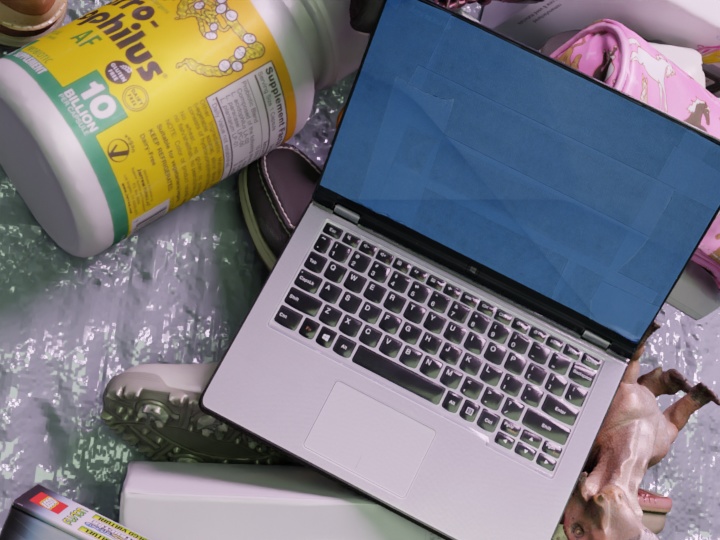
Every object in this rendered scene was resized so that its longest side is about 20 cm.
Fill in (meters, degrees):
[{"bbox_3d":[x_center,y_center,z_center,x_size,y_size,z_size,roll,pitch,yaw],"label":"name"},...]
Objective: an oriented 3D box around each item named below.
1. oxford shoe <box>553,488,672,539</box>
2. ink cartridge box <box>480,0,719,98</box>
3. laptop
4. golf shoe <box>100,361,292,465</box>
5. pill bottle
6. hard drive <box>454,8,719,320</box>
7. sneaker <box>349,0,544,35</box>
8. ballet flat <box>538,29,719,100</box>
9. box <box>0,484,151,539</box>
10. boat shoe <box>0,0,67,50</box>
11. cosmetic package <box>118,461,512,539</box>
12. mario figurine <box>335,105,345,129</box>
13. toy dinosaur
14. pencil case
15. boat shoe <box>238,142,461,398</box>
[{"bbox_3d":[0.092,0.165,0.775,0.198,0.071,0.075,-4,90,-13],"label":"oxford shoe"},{"bbox_3d":[0.207,-0.190,0.834,0.199,0.146,0.148,22,73,-18],"label":"ink cartridge box"},{"bbox_3d":[0.048,0.008,0.623,0.186,0.116,0.201,26,70,6],"label":"laptop"},{"bbox_3d":[-0.048,0.068,0.740,0.199,0.078,0.098,13,54,-21],"label":"golf shoe"},{"bbox_3d":[-0.097,-0.103,0.715,0.199,0.113,0.113,-33,94,-23],"label":"pill bottle"},{"bbox_3d":[0.129,-0.060,0.767,0.199,0.027,0.133,26,38,-36],"label":"hard drive"},{"bbox_3d":[0.059,-0.171,0.706,0.115,0.200,0.076,12,118,0],"label":"sneaker"},{"bbox_3d":[0.186,-0.101,0.784,0.199,0.068,0.069,18,67,-43],"label":"ballet flat"},{"bbox_3d":[-0.149,0.217,0.621,0.109,0.035,0.201,24,97,4],"label":"box"},{"bbox_3d":[-0.209,-0.223,0.710,0.075,0.074,0.201,-27,92,-24],"label":"boat shoe"},{"bbox_3d":[-0.027,0.163,0.680,0.198,0.081,0.114,5,93,-5],"label":"cosmetic package"},{"bbox_3d":[0.063,-0.020,0.771,0.200,0.106,0.124,35,52,-35],"label":"mario figurine"},{"bbox_3d":[0.126,0.093,0.745,0.086,0.200,0.136,44,90,-5],"label":"toy dinosaur"},{"bbox_3d":[0.176,-0.052,0.715,0.199,0.083,0.087,29,110,-32],"label":"pencil case"},{"bbox_3d":[0.000,0.001,0.727,0.071,0.066,0.202,-9,59,-39],"label":"boat shoe"}]
